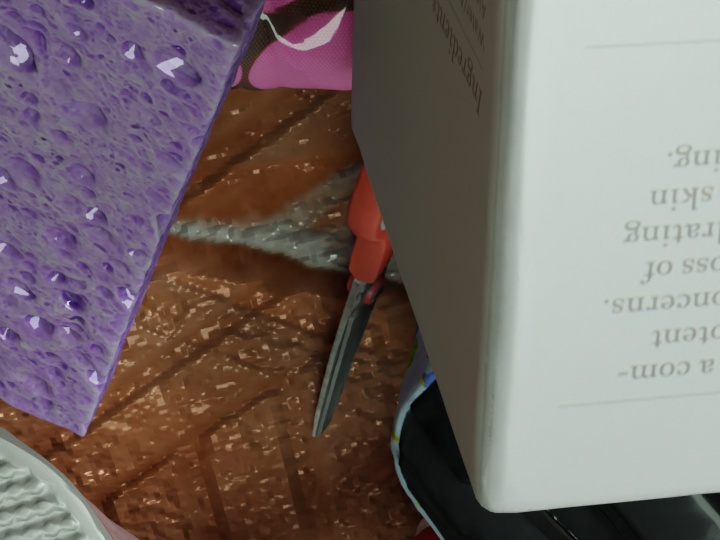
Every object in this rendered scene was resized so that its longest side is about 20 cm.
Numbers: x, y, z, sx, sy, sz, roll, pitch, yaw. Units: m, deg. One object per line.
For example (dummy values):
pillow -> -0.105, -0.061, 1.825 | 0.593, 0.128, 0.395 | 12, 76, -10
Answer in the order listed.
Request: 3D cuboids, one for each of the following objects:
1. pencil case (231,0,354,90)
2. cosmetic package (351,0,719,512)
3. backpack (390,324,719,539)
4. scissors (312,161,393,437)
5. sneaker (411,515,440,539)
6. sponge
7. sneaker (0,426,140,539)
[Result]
pencil case -> 0.050, -0.098, 0.749 | 0.199, 0.091, 0.094 | -6, 117, -6
cosmetic package -> 0.092, -0.080, 0.610 | 0.167, 0.167, 0.201 | -4, 123, -10
backpack -> 0.103, 0.058, 0.853 | 0.200, 0.154, 0.163 | 26, 140, -21
scissors -> 0.000, 0.000, 0.857 | 0.014, 0.073, 0.200 | 33, 131, 8
sneaker -> 0.051, 0.146, 0.956 | 0.071, 0.113, 0.200 | 0, 132, 22
sponge -> -0.101, -0.032, 0.757 | 0.111, 0.030, 0.200 | 24, 143, -3
sneaker -> -0.094, 0.116, 0.937 | 0.200, 0.105, 0.075 | 38, 84, -9
